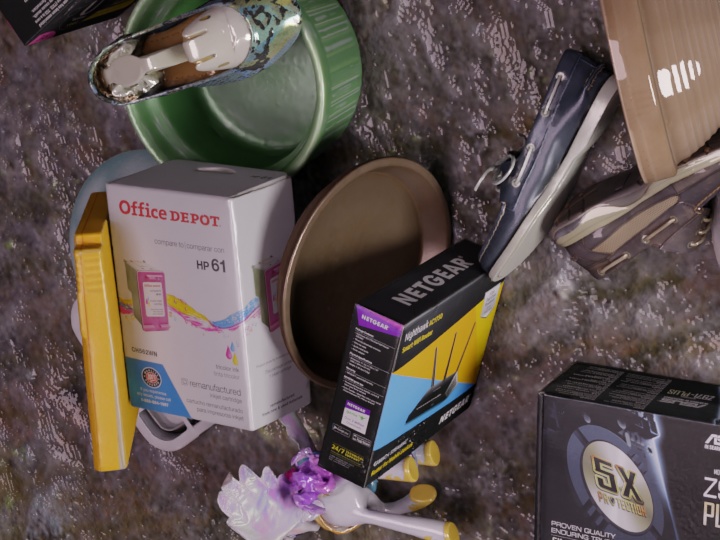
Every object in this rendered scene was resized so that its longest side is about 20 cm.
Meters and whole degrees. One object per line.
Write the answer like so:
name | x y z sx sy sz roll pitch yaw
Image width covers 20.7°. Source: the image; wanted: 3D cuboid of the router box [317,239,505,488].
router box | 0.045 0.073 1.614 0.051 0.200 0.150 23 116 21

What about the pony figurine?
pony figurine | -0.032 0.184 1.720 0.199 0.167 0.193 -8 136 23

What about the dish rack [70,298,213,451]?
dish rack | -0.159 0.055 1.813 0.200 0.044 0.172 -36 87 33

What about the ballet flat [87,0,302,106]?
ballet flat | -0.139 -0.176 1.594 0.200 0.074 0.074 -19 97 31

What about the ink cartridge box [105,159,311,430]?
ink cartridge box | -0.126 0.017 1.630 0.144 0.085 0.201 7 108 37

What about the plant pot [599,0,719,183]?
plant pot | 0.231 -0.171 1.446 0.092 0.201 0.202 -12 101 12

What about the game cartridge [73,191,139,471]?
game cartridge | -0.217 0.048 1.676 0.032 0.176 0.201 -6 104 -1

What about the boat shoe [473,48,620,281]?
boat shoe | 0.142 -0.084 1.584 0.062 0.075 0.200 34 118 13

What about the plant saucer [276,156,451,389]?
plant saucer | 0.000 0.000 1.623 0.029 0.200 0.201 22 117 38

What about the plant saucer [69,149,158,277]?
plant saucer | -0.189 -0.007 1.762 0.200 0.039 0.202 9 109 27

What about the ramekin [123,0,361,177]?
ramekin | -0.096 -0.168 1.672 0.199 0.098 0.201 9 111 26

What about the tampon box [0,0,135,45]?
tampon box | -0.263 -0.318 1.683 0.126 0.150 0.200 -35 88 32

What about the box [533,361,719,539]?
box | 0.249 0.177 1.605 0.199 0.086 0.164 9 110 26

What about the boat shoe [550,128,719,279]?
boat shoe | 0.245 -0.054 1.548 0.200 0.075 0.073 -27 106 37

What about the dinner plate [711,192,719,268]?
dinner plate | 0.363 -0.027 1.513 0.200 0.024 0.201 10 111 25
